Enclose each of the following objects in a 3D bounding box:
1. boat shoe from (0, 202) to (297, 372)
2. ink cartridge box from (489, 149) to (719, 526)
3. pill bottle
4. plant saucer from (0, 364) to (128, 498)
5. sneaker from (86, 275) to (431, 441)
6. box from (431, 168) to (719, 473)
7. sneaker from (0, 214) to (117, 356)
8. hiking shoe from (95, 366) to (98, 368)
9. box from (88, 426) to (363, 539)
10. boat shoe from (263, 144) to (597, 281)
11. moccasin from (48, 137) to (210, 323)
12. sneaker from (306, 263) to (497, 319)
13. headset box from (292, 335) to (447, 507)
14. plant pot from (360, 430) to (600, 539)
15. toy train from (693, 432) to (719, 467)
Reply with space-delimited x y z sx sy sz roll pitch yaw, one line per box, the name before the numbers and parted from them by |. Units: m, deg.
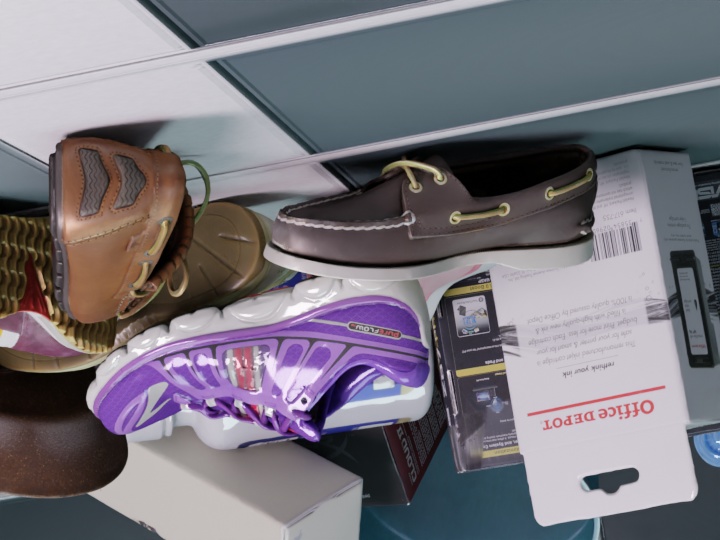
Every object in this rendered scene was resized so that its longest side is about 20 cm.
boat shoe | -0.126 0.012 1.390 0.200 0.074 0.063 -22 164 27
ink cartridge box | 0.147 0.040 1.436 0.115 0.202 0.068 -14 171 35
pill bottle | -0.061 0.051 1.577 0.198 0.121 0.120 -8 173 -11
plant saucer | -0.223 0.062 1.430 0.199 0.037 0.201 20 -160 -8
sneaker | -0.056 0.058 1.321 0.199 0.084 0.081 -17 170 19
box | 0.144 0.031 1.527 0.198 0.163 0.049 -10 173 -5
sneaker | -0.200 0.006 1.270 0.089 0.076 0.200 -4 169 24
hiking shoe | -0.151 0.053 1.753 0.086 0.075 0.199 13 -172 38
box | -0.097 0.138 1.617 0.199 0.069 0.082 27 -143 34
boat shoe | 0.040 -0.033 1.295 0.198 0.060 0.072 -4 -158 -29
moccasin | -0.109 -0.021 1.174 0.077 0.074 0.202 0 162 -6
sneaker | 0.000 0.000 1.426 0.104 0.076 0.200 -11 167 -26
headset box | -0.017 0.095 1.726 0.147 0.075 0.200 -7 -152 24
plant pot | 0.095 0.115 1.884 0.198 0.189 0.201 7 135 7
toy train | 0.295 0.065 1.871 0.114 0.201 0.087 -23 168 19
